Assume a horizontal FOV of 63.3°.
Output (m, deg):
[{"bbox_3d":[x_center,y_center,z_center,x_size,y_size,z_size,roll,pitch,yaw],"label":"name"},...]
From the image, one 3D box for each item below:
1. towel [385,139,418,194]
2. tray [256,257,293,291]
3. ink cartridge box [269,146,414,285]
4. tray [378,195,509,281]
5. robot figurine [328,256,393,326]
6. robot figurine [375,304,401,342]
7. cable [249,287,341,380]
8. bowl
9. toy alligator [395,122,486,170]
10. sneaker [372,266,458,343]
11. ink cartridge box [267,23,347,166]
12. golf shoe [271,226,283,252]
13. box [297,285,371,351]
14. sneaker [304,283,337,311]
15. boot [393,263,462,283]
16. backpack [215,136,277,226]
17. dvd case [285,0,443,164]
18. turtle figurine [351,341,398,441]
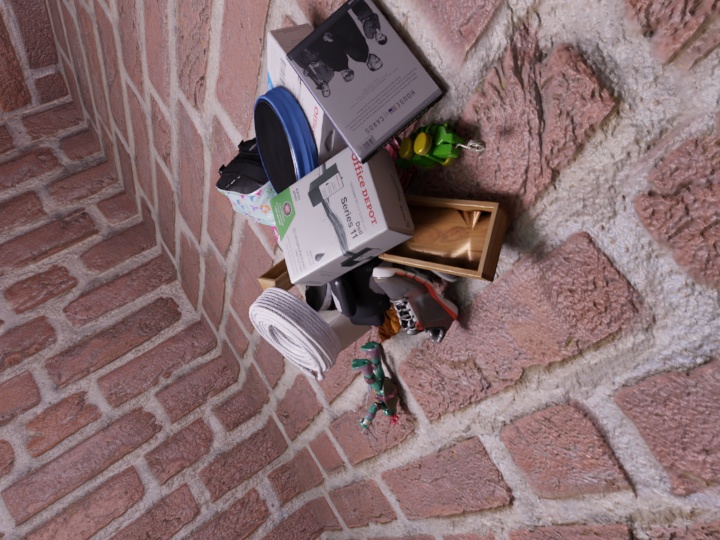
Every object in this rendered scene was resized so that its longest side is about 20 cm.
[{"bbox_3d":[0.015,-0.208,1.002,0.203,0.022,0.145,57,154,9],"label":"towel"},{"bbox_3d":[-0.113,-0.023,1.208,0.098,0.199,0.038,3,129,58],"label":"tray"},{"bbox_3d":[-0.031,-0.083,0.898,0.197,0.082,0.151,-28,72,30],"label":"ink cartridge box"},{"bbox_3d":[0.117,-0.051,0.856,0.197,0.036,0.102,13,87,46],"label":"tray"},{"bbox_3d":[0.001,0.001,1.030,0.151,0.121,0.205,-124,16,-57],"label":"robot figurine"},{"bbox_3d":[0.026,0.036,1.175,0.203,0.057,0.145,57,151,8],"label":"robot figurine"},{"bbox_3d":[-0.125,0.117,1.133,0.198,0.070,0.201,37,156,2],"label":"cable"},{"bbox_3d":[-0.132,-0.207,1.010,0.201,0.038,0.205,50,151,39],"label":"bowl"},{"bbox_3d":[0.112,-0.183,0.822,0.198,0.058,0.056,1,77,60],"label":"toy alligator"},{"bbox_3d":[0.089,0.063,0.962,0.198,0.084,0.076,33,163,-33],"label":"sneaker"},{"bbox_3d":[-0.081,-0.288,0.983,0.202,0.082,0.147,56,153,27],"label":"ink cartridge box"},{"bbox_3d":[-0.178,-0.112,1.386,0.202,0.071,0.093,52,151,19],"label":"golf shoe"},{"bbox_3d":[-0.060,0.075,1.260,0.079,0.094,0.201,59,177,-33],"label":"box"},{"bbox_3d":[-0.047,-0.020,1.123,0.079,0.085,0.207,18,94,44],"label":"sneaker"},{"bbox_3d":[0.114,-0.013,0.983,0.200,0.067,0.133,43,156,43],"label":"boot"},{"bbox_3d":[-0.188,-0.188,1.222,0.197,0.179,0.151,10,148,51],"label":"backpack"},{"bbox_3d":[0.003,-0.277,0.831,0.203,0.149,0.025,55,-175,12],"label":"dvd case"},{"bbox_3d":[0.039,0.279,1.349,0.151,0.097,0.206,-78,-27,-66],"label":"turtle figurine"}]
